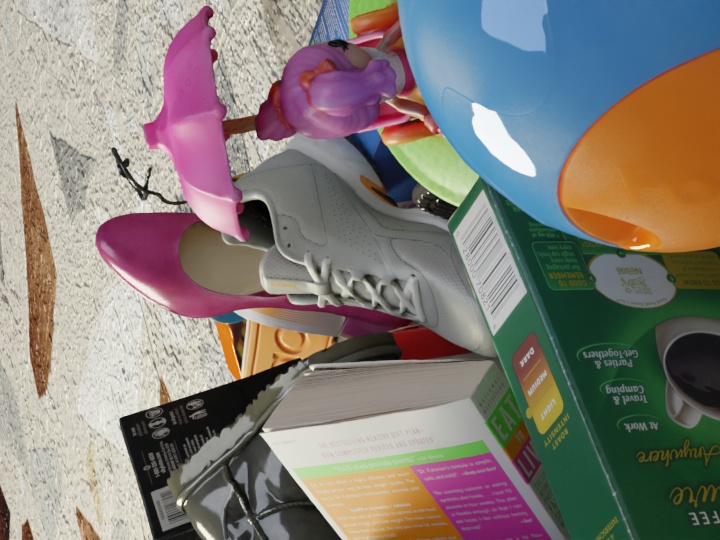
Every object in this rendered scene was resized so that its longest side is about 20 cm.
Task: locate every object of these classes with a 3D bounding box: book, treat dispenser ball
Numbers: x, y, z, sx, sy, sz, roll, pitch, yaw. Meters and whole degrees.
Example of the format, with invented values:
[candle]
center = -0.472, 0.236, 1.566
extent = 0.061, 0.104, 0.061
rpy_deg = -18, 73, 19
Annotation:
[book]
center = 0.059, 0.130, 1.113
extent = 0.133, 0.048, 0.201
rpy_deg = -7, 126, 45
[treat dispenser ball]
center = 0.112, -0.108, 0.860
extent = 0.201, 0.199, 0.203
rpy_deg = 172, 90, -69

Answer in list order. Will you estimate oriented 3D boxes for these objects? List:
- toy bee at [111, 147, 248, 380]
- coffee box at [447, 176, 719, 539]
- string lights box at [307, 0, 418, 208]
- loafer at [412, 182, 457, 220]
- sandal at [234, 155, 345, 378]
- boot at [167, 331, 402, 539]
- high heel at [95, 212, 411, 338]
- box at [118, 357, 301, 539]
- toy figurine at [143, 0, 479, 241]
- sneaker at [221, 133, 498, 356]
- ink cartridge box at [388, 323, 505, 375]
[toy bee]
center = -0.068, -0.014, 1.529
extent = 0.131, 0.108, 0.201
rpy_deg = 54, 171, 35
[coffee box]
center = 0.123, 0.049, 0.995
extent = 0.044, 0.122, 0.201
rpy_deg = -54, 48, 43
[string lights box]
center = 0.021, -0.121, 1.286
extent = 0.200, 0.058, 0.103
rpy_deg = 115, 141, -54
[loafer]
center = 0.091, -0.074, 1.127
extent = 0.200, 0.073, 0.072
rpy_deg = -33, 41, 57
[sandal]
center = -0.042, 0.031, 1.452
extent = 0.059, 0.078, 0.208
rpy_deg = -63, -19, -61
[boot]
center = -0.003, 0.157, 1.235
extent = 0.182, 0.072, 0.201
rpy_deg = -44, 63, 32
[high heel]
center = -0.055, -0.009, 1.355
extent = 0.096, 0.198, 0.068
rpy_deg = 111, 179, -60
[box]
center = -0.054, 0.186, 1.415
extent = 0.149, 0.123, 0.201
rpy_deg = -118, 11, -61
[toy figurine]
center = 0.004, -0.076, 0.993
extent = 0.199, 0.183, 0.151
rpy_deg = -8, 101, 48
[sneaker]
center = 0.000, 0.000, 1.242
extent = 0.200, 0.092, 0.076
rpy_deg = 33, 141, 40
[ink cartridge box]
center = 0.045, 0.107, 1.294
extent = 0.116, 0.067, 0.201
rpy_deg = 118, 139, -57
